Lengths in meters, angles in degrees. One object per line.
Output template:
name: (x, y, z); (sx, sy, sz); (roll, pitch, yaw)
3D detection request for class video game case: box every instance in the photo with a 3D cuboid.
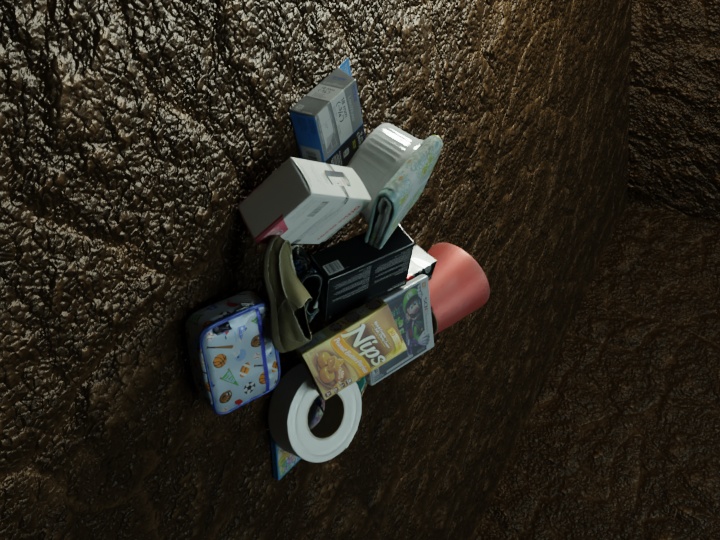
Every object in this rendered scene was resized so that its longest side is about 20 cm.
video game case: (-0.128, 0.348, 1.670); (0.200, 0.018, 0.144); (-37, 135, -47)
video game case: (0.080, 0.126, 1.631); (0.200, 0.023, 0.182); (-27, 121, -34)

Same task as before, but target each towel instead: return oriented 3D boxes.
towel: (0.076, -0.144, 1.421); (0.171, 0.048, 0.200); (-54, 174, -26)

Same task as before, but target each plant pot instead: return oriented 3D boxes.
plant pot: (0.196, 0.058, 1.915); (0.177, 0.200, 0.201); (-39, 138, -30)

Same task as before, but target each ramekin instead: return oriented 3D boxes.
ramekin: (0.041, -0.197, 1.519); (0.201, 0.098, 0.200); (-54, 174, -9)

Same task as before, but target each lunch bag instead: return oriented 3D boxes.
lunch bag: (-0.213, 0.137, 1.308); (0.160, 0.076, 0.201); (-22, 125, -32)

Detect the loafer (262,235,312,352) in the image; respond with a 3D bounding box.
loafer: (-0.119, 0.039, 1.285); (0.076, 0.067, 0.201); (-36, 121, -73)

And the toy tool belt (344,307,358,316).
toy tool belt: (0.012, 0.149, 1.684); (0.200, 0.125, 0.123); (-44, 120, -50)

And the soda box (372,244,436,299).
soda box: (0.074, 0.020, 1.663); (0.200, 0.071, 0.063); (-31, 149, -33)

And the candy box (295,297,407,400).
candy box: (-0.018, 0.154, 1.511); (0.200, 0.055, 0.116); (-30, 114, -13)

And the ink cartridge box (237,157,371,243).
ink cartridge box: (-0.095, -0.118, 1.339); (0.146, 0.085, 0.200); (-37, 162, 26)

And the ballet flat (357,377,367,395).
ballet flat: (-0.030, 0.297, 1.770); (0.065, 0.070, 0.200); (98, 11, -69)

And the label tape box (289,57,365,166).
label tape box: (-0.040, -0.288, 1.431); (0.200, 0.063, 0.144); (-51, 145, -34)

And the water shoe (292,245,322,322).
water shoe: (-0.100, 0.023, 1.399); (0.071, 0.079, 0.200); (42, 32, -35)

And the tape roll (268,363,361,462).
tape roll: (-0.092, 0.295, 1.585); (0.202, 0.071, 0.203); (-6, 99, -42)

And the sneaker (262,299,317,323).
sneaker: (-0.147, 0.086, 1.440); (0.200, 0.072, 0.073); (-12, 110, -56)

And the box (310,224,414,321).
box: (0.000, 0.000, 1.528); (0.200, 0.079, 0.141); (-24, 145, -22)

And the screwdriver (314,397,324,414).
screwdriver: (-0.080, 0.304, 1.663); (0.029, 0.028, 0.200); (-40, 122, -14)
